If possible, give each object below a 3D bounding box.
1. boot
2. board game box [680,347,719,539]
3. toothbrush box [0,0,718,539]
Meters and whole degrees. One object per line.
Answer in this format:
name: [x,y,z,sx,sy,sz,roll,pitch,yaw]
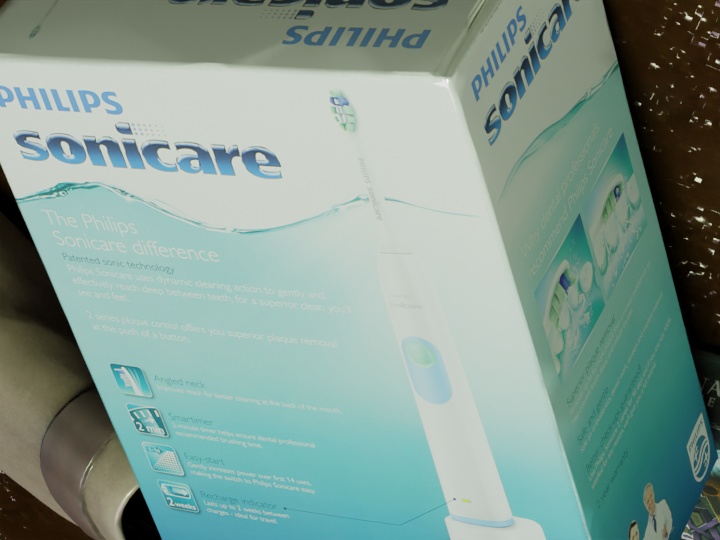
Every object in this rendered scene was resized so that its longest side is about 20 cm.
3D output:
boot: [-0.106,0.032,0.843,0.146,0.070,0.200,40,-177,41]
board game box: [0.052,0.058,0.865,0.199,0.028,0.136,15,146,17]
toothbrush box: [0.000,0.000,0.734,0.145,0.086,0.201,4,133,29]
